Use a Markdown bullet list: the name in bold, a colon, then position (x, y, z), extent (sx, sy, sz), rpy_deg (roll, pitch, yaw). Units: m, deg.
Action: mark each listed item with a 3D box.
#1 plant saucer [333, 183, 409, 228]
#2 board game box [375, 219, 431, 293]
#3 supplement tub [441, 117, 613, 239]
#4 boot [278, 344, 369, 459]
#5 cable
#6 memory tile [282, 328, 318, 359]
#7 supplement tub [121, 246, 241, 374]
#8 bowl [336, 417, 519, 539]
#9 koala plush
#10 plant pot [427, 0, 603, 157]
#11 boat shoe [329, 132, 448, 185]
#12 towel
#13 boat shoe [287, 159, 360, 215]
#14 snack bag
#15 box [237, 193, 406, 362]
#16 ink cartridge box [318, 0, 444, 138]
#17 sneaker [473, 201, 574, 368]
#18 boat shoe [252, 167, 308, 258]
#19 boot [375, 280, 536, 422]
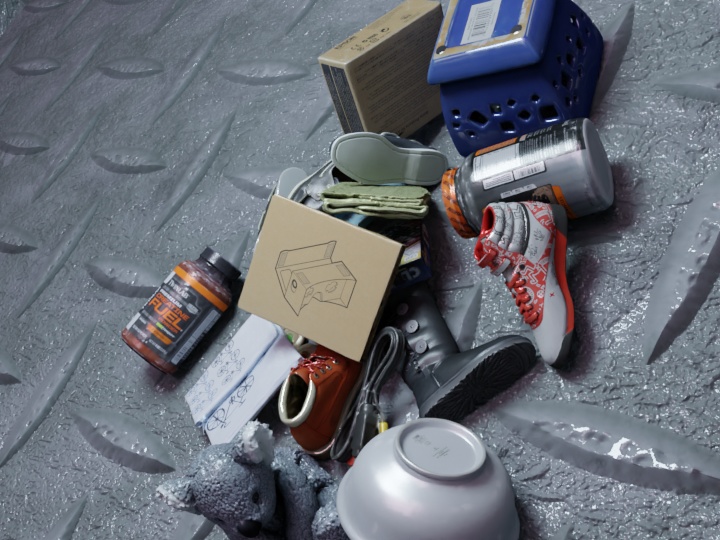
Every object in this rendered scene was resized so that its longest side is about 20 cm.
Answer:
- **plant saucer**: position (-0.010, -0.081, 1.349), extent (0.200, 0.019, 0.070), rpy_deg (-39, 34, 3)
- **board game box**: position (0.000, 0.000, 1.216), extent (0.200, 0.035, 0.136), rpy_deg (-22, 25, 15)
- **supplement tub**: position (0.215, -0.112, 1.132), extent (0.200, 0.123, 0.123), rpy_deg (-16, 49, 28)
- **boot**: position (-0.049, 0.135, 1.149), extent (0.075, 0.107, 0.200), rpy_deg (-4, 54, 29)
- **cable**: position (0.016, 0.173, 1.102), extent (0.097, 0.050, 0.200), rpy_deg (-13, 57, 50)
- **memory tile**: position (-0.047, 0.053, 1.281), extent (0.200, 0.017, 0.153), rpy_deg (-43, 43, 1)
- **supplement tub**: position (-0.278, 0.058, 1.386), extent (0.200, 0.107, 0.107), rpy_deg (-52, 43, -8)
- **bowl**: position (0.078, 0.219, 0.918), extent (0.201, 0.201, 0.091), rpy_deg (42, 131, 48)
- **koala plush**: position (-0.133, 0.268, 1.042), extent (0.177, 0.200, 0.184), rpy_deg (-35, 43, 10)
- **plant pot**: position (0.212, -0.300, 1.240), extent (0.200, 0.180, 0.200), rpy_deg (-3, 56, 34)
- **boat shoe**: position (0.033, -0.164, 1.275), extent (0.060, 0.200, 0.076), rpy_deg (38, 113, 52)
- **towel**: position (0.024, -0.096, 1.215), extent (0.148, 0.200, 0.037), rpy_deg (5, 101, 5)
- **boat shoe**: position (-0.053, -0.120, 1.355), extent (0.200, 0.072, 0.068), rpy_deg (-49, 22, -20)
- **snack bag**: position (-0.172, 0.156, 1.250), extent (0.189, 0.021, 0.200), rpy_deg (-49, 29, 1)
- **box**: position (-0.055, 0.009, 1.144), extent (0.200, 0.021, 0.164), rpy_deg (23, 98, 23)
- **ink cartridge box**: position (0.051, -0.292, 1.326), extent (0.200, 0.165, 0.075), rpy_deg (-38, 39, -24)
- **sneaker**: position (0.189, 0.014, 1.033), extent (0.067, 0.108, 0.202), rpy_deg (131, 142, -71)
- **boat shoe**: position (-0.129, -0.067, 1.409), extent (0.064, 0.071, 0.200), rpy_deg (-30, 42, 65)
- **boot**: position (0.110, 0.081, 1.110), extent (0.165, 0.066, 0.200), rpy_deg (-35, 39, 7)
